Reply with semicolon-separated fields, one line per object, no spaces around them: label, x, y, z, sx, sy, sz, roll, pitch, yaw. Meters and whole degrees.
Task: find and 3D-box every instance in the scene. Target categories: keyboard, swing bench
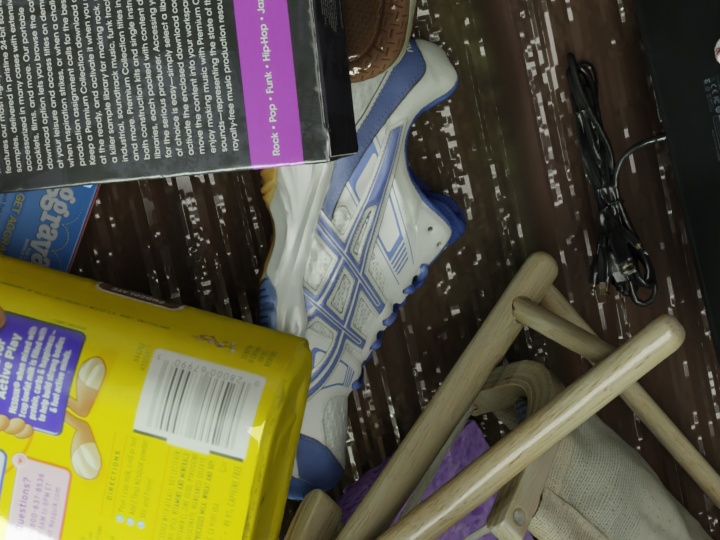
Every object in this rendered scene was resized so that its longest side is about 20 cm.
keyboard;0.139;-0.058;1.171;0.127;0.021;0.201;-15;82;30
swing bench;0.088;0.139;1.163;0.200;0.130;0.199;-46;115;-7

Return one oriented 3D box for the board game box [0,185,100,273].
board game box;-0.183;0.021;1.210;0.102;0.019;0.201;20;103;-7

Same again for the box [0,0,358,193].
box;-0.103;-0.105;1.120;0.199;0.036;0.144;-4;94;22

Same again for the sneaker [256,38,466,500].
sneaker;0.000;0.000;1.188;0.088;0.075;0.201;1;106;-4

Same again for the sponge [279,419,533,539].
sponge;0.046;0.175;1.232;0.111;0.030;0.201;-36;109;-33

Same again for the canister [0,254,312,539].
canister;-0.130;0.069;1.144;0.199;0.087;0.149;15;112;8

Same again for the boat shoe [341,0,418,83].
boat shoe;-0.012;-0.178;1.134;0.074;0.075;0.204;-8;100;23

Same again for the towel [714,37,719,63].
towel;0.236;-0.134;1.146;0.146;0.030;0.201;27;73;-10
